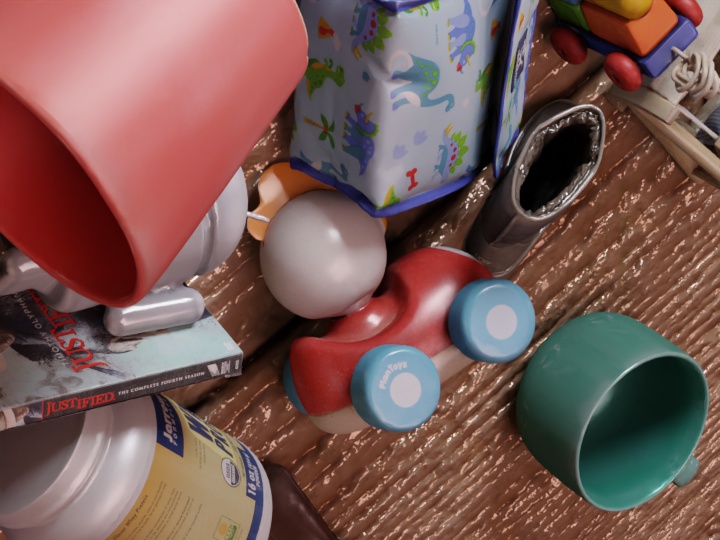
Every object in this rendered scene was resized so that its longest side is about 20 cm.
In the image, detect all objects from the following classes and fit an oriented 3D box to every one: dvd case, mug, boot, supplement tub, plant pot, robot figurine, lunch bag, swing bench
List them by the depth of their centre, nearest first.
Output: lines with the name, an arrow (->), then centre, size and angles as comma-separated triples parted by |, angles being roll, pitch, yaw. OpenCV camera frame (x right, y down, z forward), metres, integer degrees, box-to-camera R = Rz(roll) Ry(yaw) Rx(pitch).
plant pot -> -0.136, -0.108, 1.075 | 0.177, 0.199, 0.201 | -45, 134, -23
dvd case -> -0.197, 0.041, 1.253 | 0.198, 0.146, 0.022 | -13, 130, -30
robot figurine -> -0.159, -0.040, 1.256 | 0.198, 0.113, 0.171 | -17, 89, -28
supplement tub -> -0.172, 0.153, 1.334 | 0.145, 0.144, 0.200 | -52, 134, 0
lunch bag -> 0.056, -0.153, 1.356 | 0.199, 0.127, 0.172 | -23, 131, -40
boot -> 0.142, -0.084, 1.399 | 0.183, 0.072, 0.200 | -63, 174, -20
boot -> -0.078, 0.273, 1.527 | 0.187, 0.064, 0.200 | -56, 138, -15
swing bench -> 0.317, -0.177, 1.533 | 0.200, 0.130, 0.200 | 36, 91, -38
mug -> 0.211, 0.127, 1.629 | 0.151, 0.114, 0.187 | -27, 129, -23

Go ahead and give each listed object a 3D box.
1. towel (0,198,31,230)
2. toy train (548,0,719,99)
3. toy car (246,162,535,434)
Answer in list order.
towel -> -0.200, -0.105, 1.190 | 0.199, 0.148, 0.024 | -23, 165, -26
toy train -> 0.202, -0.197, 1.385 | 0.085, 0.200, 0.116 | -45, 128, -6
toy car -> 0.000, 0.000, 1.395 | 0.176, 0.184, 0.201 | -33, 102, -18
